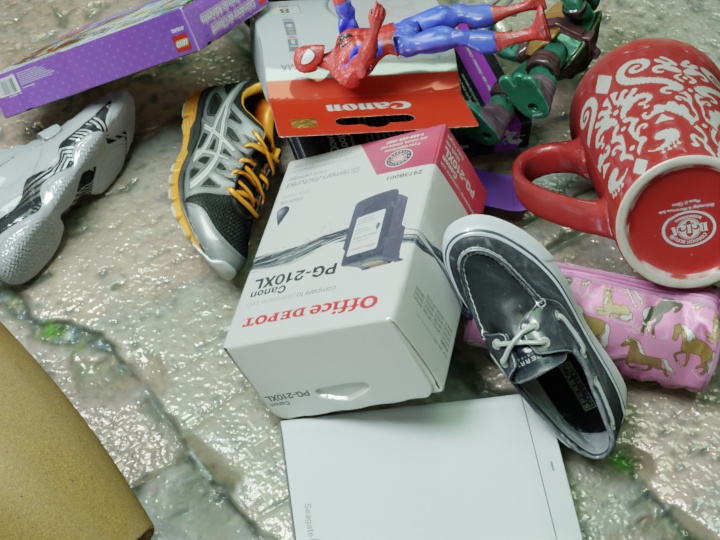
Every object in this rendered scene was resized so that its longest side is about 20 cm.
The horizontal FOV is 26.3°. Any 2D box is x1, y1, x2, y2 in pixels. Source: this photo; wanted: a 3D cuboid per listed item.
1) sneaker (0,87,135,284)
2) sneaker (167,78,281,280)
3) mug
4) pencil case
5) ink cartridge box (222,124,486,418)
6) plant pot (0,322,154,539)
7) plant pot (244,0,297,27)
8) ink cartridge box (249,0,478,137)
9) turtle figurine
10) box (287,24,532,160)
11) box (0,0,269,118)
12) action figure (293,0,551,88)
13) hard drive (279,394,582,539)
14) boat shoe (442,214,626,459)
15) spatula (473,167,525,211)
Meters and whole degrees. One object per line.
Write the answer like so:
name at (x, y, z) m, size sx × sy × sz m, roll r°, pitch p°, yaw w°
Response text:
sneaker at (-0.272, -0.088, 1.254) m, size 0.114 × 0.075 × 0.200 m, roll 24°, pitch 59°, yaw 13°
sneaker at (-0.102, -0.082, 1.239) m, size 0.077 × 0.078 × 0.201 m, roll -19°, pitch 50°, yaw 20°
mug at (0.221, -0.066, 1.186) m, size 0.133 × 0.177 × 0.200 m, roll 42°, pitch 21°, yaw -20°
pencil case at (0.176, 0.035, 1.160) m, size 0.199 × 0.087 × 0.083 m, roll 12°, pitch 82°, yaw 6°
ink cartridge box at (0.000, 0.000, 1.146) m, size 0.144 × 0.084 × 0.201 m, roll -11°, pitch 42°, yaw 29°
plant pot at (-0.242, 0.147, 1.027) m, size 0.200 × 0.187 × 0.187 m, roll 36°, pitch 59°, yaw 8°
plant pot at (-0.061, -0.292, 1.362) m, size 0.199 × 0.200 × 0.143 m, roll -6°, pitch 73°, yaw -6°
ink cartridge box at (-0.001, -0.171, 1.247) m, size 0.162 × 0.057 × 0.200 m, roll -4°, pitch 25°, yaw -8°
turtle figurine at (0.151, -0.198, 1.274) m, size 0.100 × 0.150 × 0.201 m, roll 29°, pitch 57°, yaw -2°
box at (0.029, -0.145, 1.320) m, size 0.199 × 0.036 × 0.143 m, roll -10°, pitch 49°, yaw -14°
box at (-0.189, -0.188, 1.266) m, size 0.199 × 0.039 × 0.137 m, roll -14°, pitch 19°, yaw 28°
action figure at (0.036, -0.199, 1.172) m, size 0.199 × 0.099 × 0.065 m, roll -14°, pitch 44°, yaw 12°
hard drive at (0.048, 0.157, 1.105) m, size 0.199 × 0.027 × 0.132 m, roll -6°, pitch 53°, yaw -5°
boat shoe at (0.123, 0.051, 1.094) m, size 0.071 × 0.200 × 0.068 m, roll -26°, pitch 21°, yaw 25°
spatula at (0.041, -0.065, 1.275) m, size 0.199 × 0.021 × 0.057 m, roll -2°, pitch 35°, yaw 2°
